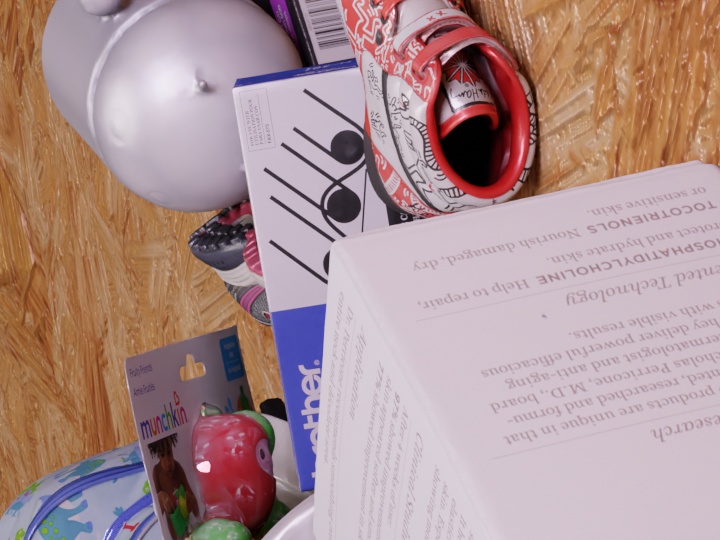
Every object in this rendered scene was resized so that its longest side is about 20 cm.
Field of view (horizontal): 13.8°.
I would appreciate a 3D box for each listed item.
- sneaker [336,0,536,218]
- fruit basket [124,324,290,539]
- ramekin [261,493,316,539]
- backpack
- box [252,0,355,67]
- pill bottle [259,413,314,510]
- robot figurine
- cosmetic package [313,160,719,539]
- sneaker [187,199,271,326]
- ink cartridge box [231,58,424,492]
[{"bbox_3d":[0.027,-0.122,1.348,0.108,0.067,0.203,-173,68,-70],"label":"sneaker"},{"bbox_3d":[-0.058,0.130,1.454,0.185,0.093,0.201,-12,-85,-75],"label":"fruit basket"},{"bbox_3d":[0.029,0.179,1.338,0.094,0.201,0.204,-160,59,-82],"label":"ramekin"},{"bbox_3d":[-0.105,0.185,1.715,0.147,0.199,0.184,-173,73,-71],"label":"backpack"},{"bbox_3d":[-0.053,-0.134,1.621,0.200,0.036,0.144,122,133,-66],"label":"box"},{"bbox_3d":[-0.063,0.185,1.593,0.201,0.109,0.109,-63,15,-11],"label":"pill bottle"},{"bbox_3d":[-0.096,-0.100,1.537,0.170,0.113,0.200,44,180,-31],"label":"robot figurine"},{"bbox_3d":[0.093,0.095,1.129,0.168,0.165,0.200,96,156,-43],"label":"cosmetic package"},{"bbox_3d":[-0.020,-0.004,1.566,0.075,0.081,0.200,53,168,-16],"label":"sneaker"},{"bbox_3d":[0.000,0.000,1.445,0.044,0.093,0.201,-89,-11,-80],"label":"ink cartridge box"}]
